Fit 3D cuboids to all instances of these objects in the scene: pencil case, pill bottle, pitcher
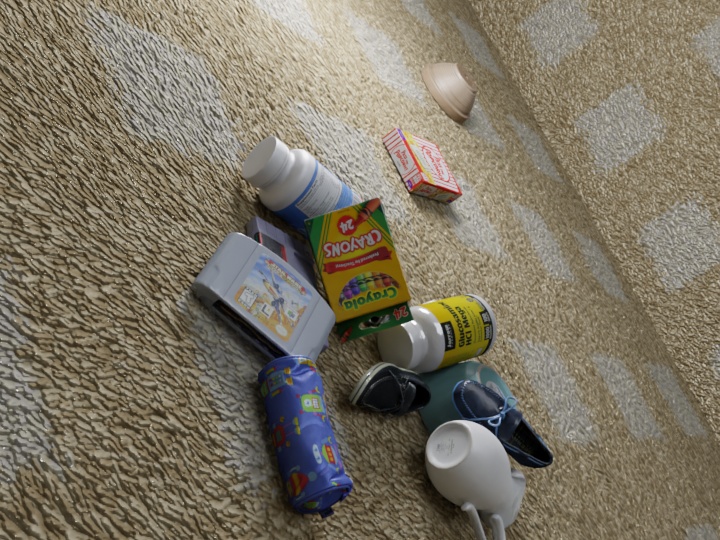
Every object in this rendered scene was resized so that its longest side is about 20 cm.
[{"bbox_3d":[-0.068,0.207,1.151,0.087,0.078,0.201,0,55,-31],"label":"pencil case"},{"bbox_3d":[0.129,0.109,1.539,0.199,0.112,0.113,-12,67,-41],"label":"pill bottle"},{"bbox_3d":[-0.094,-0.127,1.481,0.200,0.112,0.113,38,30,-31],"label":"pill bottle"},{"bbox_3d":[0.180,0.338,1.403,0.200,0.121,0.172,49,36,-39],"label":"pitcher"}]

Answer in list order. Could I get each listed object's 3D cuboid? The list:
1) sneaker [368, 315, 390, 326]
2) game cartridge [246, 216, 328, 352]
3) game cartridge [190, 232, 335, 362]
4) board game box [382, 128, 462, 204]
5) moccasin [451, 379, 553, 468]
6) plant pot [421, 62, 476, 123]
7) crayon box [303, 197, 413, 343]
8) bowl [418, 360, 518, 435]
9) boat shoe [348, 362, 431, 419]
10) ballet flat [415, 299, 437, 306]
[{"bbox_3d":[0.024,0.050,1.519,0.200,0.077,0.082,15,52,-53],"label":"sneaker"},{"bbox_3d":[-0.111,0.019,1.365,0.130,0.038,0.201,36,31,-43],"label":"game cartridge"},{"bbox_3d":[-0.126,0.042,1.250,0.200,0.041,0.133,41,46,-13],"label":"game cartridge"},{"bbox_3d":[0.146,-0.241,2.121,0.200,0.046,0.152,8,52,-58],"label":"board game box"},{"bbox_3d":[0.235,0.240,1.450,0.200,0.068,0.081,38,72,-15],"label":"moccasin"},{"bbox_3d":[0.276,-0.541,2.669,0.201,0.093,0.201,41,27,-27],"label":"plant pot"},{"bbox_3d":[0.000,0.000,1.420,0.051,0.126,0.201,118,-46,-84],"label":"crayon box"},{"bbox_3d":[0.195,0.235,1.554,0.201,0.105,0.201,40,29,-28],"label":"bowl"},{"bbox_3d":[0.050,0.185,1.388,0.062,0.075,0.200,38,11,28],"label":"boat shoe"},{"bbox_3d":[0.144,0.095,1.668,0.200,0.075,0.068,28,13,-43],"label":"ballet flat"}]
